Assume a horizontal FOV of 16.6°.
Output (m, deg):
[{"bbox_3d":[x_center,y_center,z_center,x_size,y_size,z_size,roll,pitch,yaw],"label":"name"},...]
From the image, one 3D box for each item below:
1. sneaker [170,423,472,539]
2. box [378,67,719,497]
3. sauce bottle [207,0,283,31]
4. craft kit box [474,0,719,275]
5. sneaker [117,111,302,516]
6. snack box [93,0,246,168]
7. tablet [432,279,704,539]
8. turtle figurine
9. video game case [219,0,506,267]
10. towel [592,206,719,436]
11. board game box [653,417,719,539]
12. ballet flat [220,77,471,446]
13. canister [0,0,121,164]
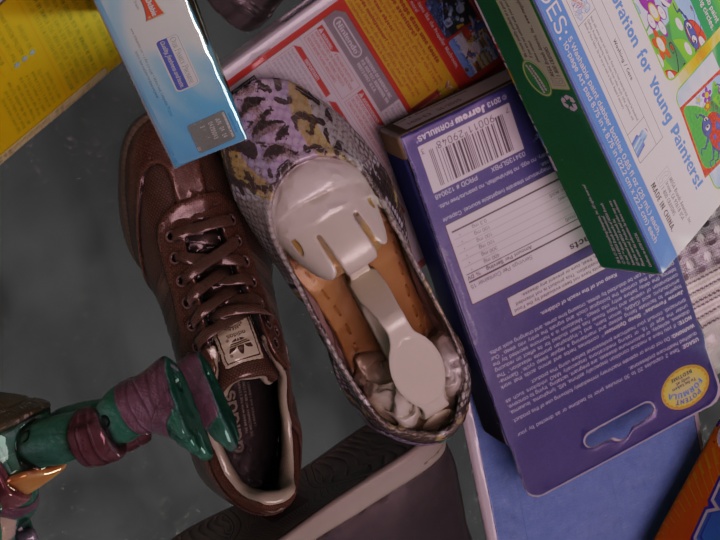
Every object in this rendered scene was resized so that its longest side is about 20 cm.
[{"bbox_3d":[-0.025,0.164,1.216,0.199,0.075,0.107,-29,111,-14],"label":"sneaker"},{"bbox_3d":[0.095,-0.002,1.199,0.120,0.032,0.201,-26,110,-16],"label":"box"},{"bbox_3d":[0.008,-0.184,1.122,0.065,0.065,0.200,39,118,-23],"label":"sauce bottle"},{"bbox_3d":[0.143,-0.138,1.156,0.197,0.048,0.201,-44,122,-28],"label":"craft kit box"},{"bbox_3d":[-0.060,0.020,1.171,0.070,0.075,0.202,-19,107,-16],"label":"sneaker"},{"bbox_3d":[-0.104,-0.153,1.035,0.037,0.201,0.116,-22,141,0],"label":"snack box"},{"bbox_3d":[0.111,0.070,1.246,0.129,0.014,0.202,-18,108,-19],"label":"tablet"},{"bbox_3d":[-0.157,0.099,1.106,0.199,0.150,0.101,-26,104,9],"label":"turtle figurine"},{"bbox_3d":[0.036,-0.090,1.185,0.199,0.017,0.143,-36,114,-6],"label":"video game case"},{"bbox_3d":[0.140,-0.025,1.263,0.199,0.035,0.194,-24,109,-14],"label":"towel"},{"bbox_3d":[0.267,0.208,1.244,0.199,0.200,0.201,29,91,-42],"label":"board game box"},{"bbox_3d":[0.000,0.000,1.152,0.072,0.072,0.201,-33,113,-12],"label":"ballet flat"},{"bbox_3d":[-0.208,-0.080,1.063,0.200,0.087,0.149,-41,151,-12],"label":"canister"}]
